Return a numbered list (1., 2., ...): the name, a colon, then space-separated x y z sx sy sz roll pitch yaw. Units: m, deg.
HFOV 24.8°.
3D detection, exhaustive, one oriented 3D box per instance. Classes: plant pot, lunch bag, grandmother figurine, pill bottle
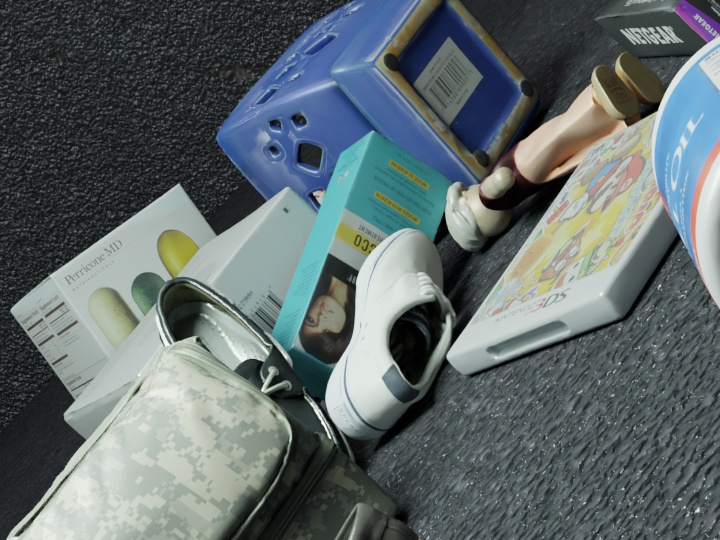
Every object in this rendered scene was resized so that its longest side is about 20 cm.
1. plant pot: 0.029 -0.132 1.432 0.179 0.200 0.200 -28 20 45
2. lunch bag: -0.102 0.159 0.927 0.200 0.168 0.139 -53 11 -27
3. grandmother figurine: 0.129 -0.077 1.199 0.121 0.061 0.200 -18 -17 -45
4. pill bottle: 0.180 -0.042 0.677 0.112 0.112 0.200 -45 9 14

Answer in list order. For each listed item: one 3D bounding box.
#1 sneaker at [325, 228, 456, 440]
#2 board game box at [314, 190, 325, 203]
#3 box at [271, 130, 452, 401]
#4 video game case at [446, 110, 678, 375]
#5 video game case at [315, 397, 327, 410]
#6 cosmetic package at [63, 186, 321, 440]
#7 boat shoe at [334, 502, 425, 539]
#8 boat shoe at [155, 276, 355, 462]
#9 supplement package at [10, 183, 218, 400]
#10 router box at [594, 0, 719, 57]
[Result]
1. sneaker: 0.036 0.036 1.134 0.071 0.073 0.201 -29 27 33
2. board game box: -0.032 -0.018 1.557 0.126 0.035 0.200 -2 40 41
3. box: 0.000 0.000 1.224 0.049 0.082 0.201 -31 33 53
4. video game case: 0.151 -0.030 1.006 0.200 0.023 0.182 -52 11 -27
5. video game case: -0.078 0.148 1.282 0.182 0.022 0.200 -45 10 14
6. cosmetic package: -0.107 0.067 1.300 0.200 0.123 0.200 -53 13 -26
7. boat shoe: -0.042 0.202 0.821 0.200 0.057 0.067 -48 10 -4
8. boat shoe: -0.078 0.080 1.102 0.076 0.200 0.060 -39 -35 -18
9. supplement package: -0.181 0.060 1.465 0.152 0.201 0.151 -38 5 -27
10. router box: 0.263 -0.230 1.212 0.149 0.051 0.200 -49 10 1
